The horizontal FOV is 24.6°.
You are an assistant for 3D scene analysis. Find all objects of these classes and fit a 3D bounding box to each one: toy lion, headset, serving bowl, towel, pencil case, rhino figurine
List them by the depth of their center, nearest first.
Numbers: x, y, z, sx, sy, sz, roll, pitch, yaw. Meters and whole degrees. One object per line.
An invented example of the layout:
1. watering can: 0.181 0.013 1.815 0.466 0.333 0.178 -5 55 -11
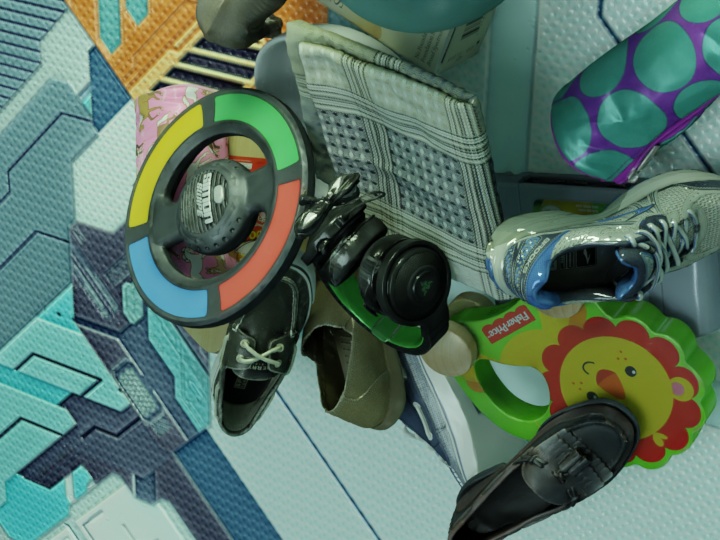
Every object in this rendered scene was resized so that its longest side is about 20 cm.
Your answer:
1. pencil case: 0.231 -0.141 1.176 0.200 0.085 0.093 -38 70 41
2. towel: 0.025 -0.081 1.239 0.200 0.035 0.193 28 147 38
3. headset: 0.000 0.000 1.248 0.123 0.094 0.200 32 154 30
4. rhino figurine: -0.065 -0.245 1.249 0.060 0.087 0.200 44 132 10
5. toy lion: 0.172 0.079 1.298 0.200 0.069 0.192 -31 98 42
6. serving bowl: 0.006 -0.120 1.332 0.200 0.066 0.200 37 152 23
7. pencil case: -0.150 -0.064 1.439 0.083 0.087 0.200 -10 73 11

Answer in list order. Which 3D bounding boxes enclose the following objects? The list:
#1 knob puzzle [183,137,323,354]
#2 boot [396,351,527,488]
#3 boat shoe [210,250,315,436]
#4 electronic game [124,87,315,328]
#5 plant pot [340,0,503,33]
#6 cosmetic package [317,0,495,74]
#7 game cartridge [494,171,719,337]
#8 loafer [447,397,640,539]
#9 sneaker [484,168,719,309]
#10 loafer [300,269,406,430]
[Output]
1. knob puzzle: -0.108 -0.024 1.474 0.219 0.030 0.220 -8 76 33
2. boot: 0.079 0.134 1.434 0.090 0.073 0.200 -22 88 48
3. boat shoe: -0.082 0.063 1.395 0.071 0.064 0.200 9 134 -11
4. electronic game: -0.116 -0.051 1.326 0.200 0.042 0.200 -14 66 35
5. plant pot: 0.045 -0.260 1.130 0.201 0.201 0.161 43 153 13
6. cosmetic package: 0.013 -0.251 1.295 0.200 0.071 0.105 34 128 19
7. game cartridge: 0.190 -0.009 1.301 0.200 0.040 0.134 5 117 35
8. loafer: 0.142 0.172 1.305 0.072 0.063 0.200 45 131 -5
9. sneaker: 0.195 -0.011 1.177 0.085 0.200 0.077 -123 18 -64
10. loafer: -0.016 0.041 1.417 0.076 0.067 0.200 -39 60 42
